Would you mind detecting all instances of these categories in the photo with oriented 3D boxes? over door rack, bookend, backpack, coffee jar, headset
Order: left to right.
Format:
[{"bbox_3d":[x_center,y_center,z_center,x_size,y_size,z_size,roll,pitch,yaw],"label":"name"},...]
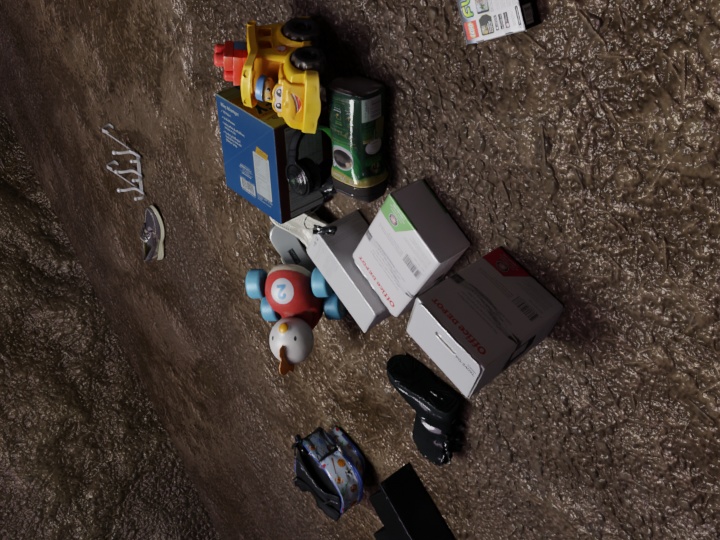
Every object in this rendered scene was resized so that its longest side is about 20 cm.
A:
[{"bbox_3d":[-0.720,-0.318,2.290,0.199,0.066,0.150,42,142,29],"label":"over door rack"},{"bbox_3d":[-0.071,-0.168,1.397,0.093,0.121,0.206,10,99,48],"label":"headset"},{"bbox_3d":[-0.072,0.501,1.882,0.191,0.151,0.203,49,152,34],"label":"backpack"},{"bbox_3d":[-0.004,-0.224,1.324,0.103,0.084,0.205,28,133,38],"label":"coffee jar"},{"bbox_3d":[0.091,0.571,1.754,0.201,0.091,0.200,58,149,10],"label":"bookend"}]

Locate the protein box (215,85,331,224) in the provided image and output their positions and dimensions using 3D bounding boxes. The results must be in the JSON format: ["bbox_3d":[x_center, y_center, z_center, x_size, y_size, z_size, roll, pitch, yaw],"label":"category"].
[{"bbox_3d":[-0.168,-0.240,1.498,0.197,0.133,0.204,34,138,37],"label":"protein box"}]

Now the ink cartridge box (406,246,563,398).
[{"bbox_3d":[0.187,0.074,1.160,0.145,0.198,0.084,45,144,23],"label":"ink cartridge box"}]

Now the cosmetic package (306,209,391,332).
[{"bbox_3d":[0.000,0.000,1.457,0.202,0.111,0.081,56,148,14],"label":"cosmetic package"}]

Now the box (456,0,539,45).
[{"bbox_3d":[0.162,-0.410,1.000,0.109,0.034,0.205,6,118,53],"label":"box"}]

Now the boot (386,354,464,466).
[{"bbox_3d":[0.123,0.281,1.525,0.197,0.073,0.165,36,142,35],"label":"boot"}]

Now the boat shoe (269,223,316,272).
[{"bbox_3d":[-0.137,-0.021,1.687,0.064,0.069,0.204,-113,-1,-72],"label":"boat shoe"}]

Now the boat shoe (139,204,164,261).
[{"bbox_3d":[-0.637,-0.106,2.326,0.072,0.064,0.203,44,142,29],"label":"boat shoe"}]

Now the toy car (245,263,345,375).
[{"bbox_3d":[-0.143,0.111,1.578,0.179,0.204,0.178,-2,146,16],"label":"toy car"}]

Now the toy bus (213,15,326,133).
[{"bbox_3d":[-0.155,-0.337,1.307,0.138,0.186,0.203,101,163,-45],"label":"toy bus"}]

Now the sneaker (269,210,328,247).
[{"bbox_3d":[-0.094,-0.083,1.579,0.199,0.085,0.075,40,105,1],"label":"sneaker"}]

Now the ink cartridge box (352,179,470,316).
[{"bbox_3d":[0.082,-0.035,1.337,0.148,0.083,0.201,54,147,13],"label":"ink cartridge box"}]
